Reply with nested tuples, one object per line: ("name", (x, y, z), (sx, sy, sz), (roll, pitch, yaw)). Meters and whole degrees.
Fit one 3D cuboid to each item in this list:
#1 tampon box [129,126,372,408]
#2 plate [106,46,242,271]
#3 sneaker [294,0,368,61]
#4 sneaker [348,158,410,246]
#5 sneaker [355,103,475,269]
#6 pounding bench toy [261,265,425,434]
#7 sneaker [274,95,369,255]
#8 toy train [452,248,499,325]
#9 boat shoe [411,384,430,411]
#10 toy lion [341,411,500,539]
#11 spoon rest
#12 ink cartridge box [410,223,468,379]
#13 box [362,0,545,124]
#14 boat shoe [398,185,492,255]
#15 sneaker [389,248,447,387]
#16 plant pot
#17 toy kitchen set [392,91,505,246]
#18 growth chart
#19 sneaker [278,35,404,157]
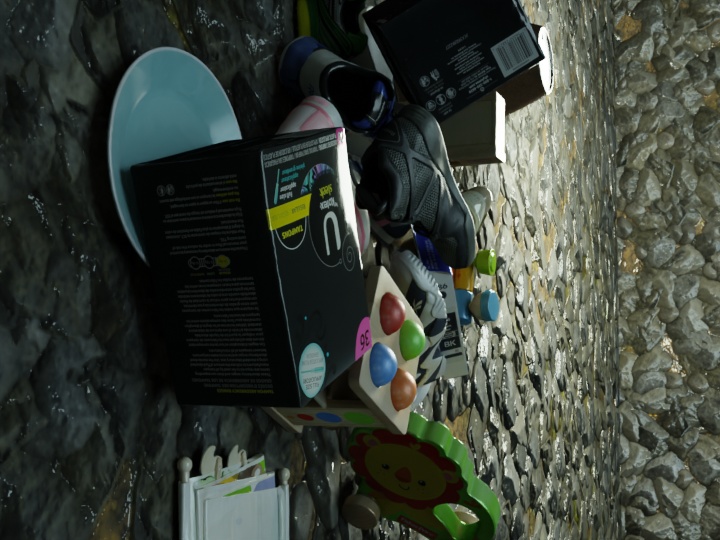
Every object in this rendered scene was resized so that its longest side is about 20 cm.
("tampon box", (-0.083, -0.005, 0.776), (0.150, 0.124, 0.205), (-33, 117, -61))
("plate", (-0.160, -0.089, 0.796), (0.199, 0.025, 0.205), (-3, 90, -66))
("sneaker", (-0.030, -0.335, 1.033), (0.078, 0.084, 0.205), (-26, 110, -63))
("sneaker", (0.021, -0.102, 1.101), (0.071, 0.081, 0.200), (63, 11, 26))
("sneaker", (0.056, -0.066, 0.997), (0.114, 0.076, 0.201), (-40, 128, -20))
("pounding bench toy", (-0.005, 0.102, 0.954), (0.201, 0.153, 0.126), (53, 41, -50))
("sneaker", (-0.053, -0.073, 0.977), (0.105, 0.074, 0.203), (-49, 140, -36))
("toy train", (0.147, -0.016, 1.338), (0.085, 0.113, 0.204), (39, 53, -58))
("boat shoe", (0.055, 0.105, 1.202), (0.062, 0.071, 0.202), (55, 28, -27))
("toy lion", (0.071, 0.242, 1.039), (0.069, 0.197, 0.193), (-61, 177, -45))
("spoon rest", (0.013, -0.238, 1.141), (0.100, 0.059, 0.204), (51, 44, -51))
("ink cartridge box", (0.095, 0.026, 1.123), (0.100, 0.038, 0.203), (-99, 175, -53))
("box", (0.098, -0.267, 1.040), (0.126, 0.147, 0.200), (59, 5, -19))
("boat shoe", (0.109, -0.043, 1.184), (0.072, 0.200, 0.065), (46, 58, 6))
("sneaker", (0.028, 0.077, 1.057), (0.128, 0.080, 0.201), (-29, 142, -19))
("plant pot", (0.172, -0.288, 1.327), (0.186, 0.196, 0.192), (-2, 90, -64))
("toy kitchen set", (0.124, -0.121, 1.229), (0.199, 0.177, 0.167), (15, 75, -64))
("growth chart", (-0.114, 0.240, 0.867), (0.199, 0.017, 0.148), (26, 64, -62))
("sneaker", (0.005, -0.169, 1.004), (0.198, 0.115, 0.081), (33, 94, -40))
